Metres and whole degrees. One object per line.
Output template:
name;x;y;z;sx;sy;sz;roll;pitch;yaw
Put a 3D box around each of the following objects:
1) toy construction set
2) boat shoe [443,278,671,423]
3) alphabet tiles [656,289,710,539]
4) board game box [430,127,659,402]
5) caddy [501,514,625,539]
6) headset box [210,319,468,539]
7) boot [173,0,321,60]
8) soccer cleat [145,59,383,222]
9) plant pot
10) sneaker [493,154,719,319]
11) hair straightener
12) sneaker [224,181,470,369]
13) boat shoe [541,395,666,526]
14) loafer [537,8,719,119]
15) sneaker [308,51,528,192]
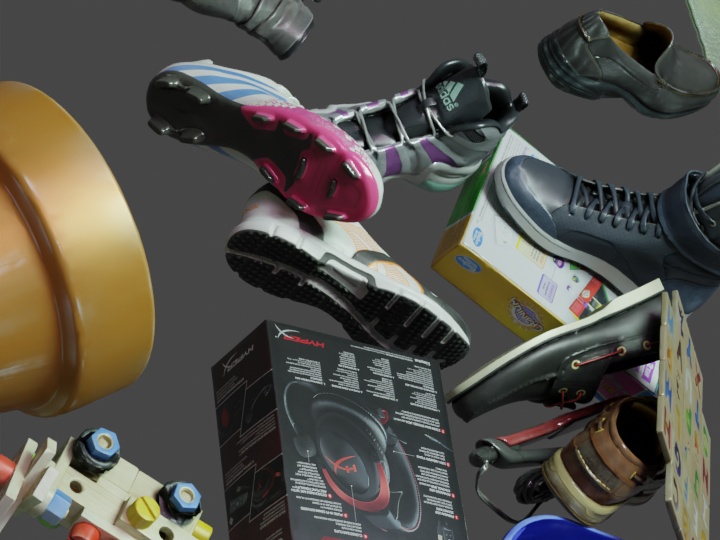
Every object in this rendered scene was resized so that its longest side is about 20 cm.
toy construction set;-0.150;0.168;1.417;0.200;0.092;0.131;45;40;-21
boat shoe;0.154;0.070;1.734;0.201;0.074;0.063;-22;84;-26
alphabet tiles;0.233;0.119;1.687;0.200;0.006;0.167;-81;157;-44
board game box;0.160;0.000;1.843;0.200;0.040;0.153;38;42;-13
caddy;0.157;0.249;1.604;0.200;0.105;0.142;22;49;-28
headset box;-0.011;0.147;1.557;0.149;0.075;0.200;14;52;-33
boot;-0.090;-0.262;1.812;0.132;0.070;0.200;25;57;-29
soccer cleat;-0.057;-0.101;1.659;0.200;0.070;0.086;28;31;21
plant pot;-0.252;0.012;1.377;0.183;0.200;0.200;-26;78;-32
sneaker;0.215;-0.054;1.793;0.202;0.146;0.077;32;46;-17
hair straightener;0.150;0.143;1.724;0.200;0.041;0.077;-8;67;-50
sneaker;0.000;0.000;1.680;0.200;0.074;0.080;33;42;-18
boat shoe;0.197;0.126;1.683;0.072;0.068;0.200;50;24;8
loafer;0.248;-0.181;2.031;0.200;0.072;0.073;4;57;-40
sneaker;0.041;-0.118;1.751;0.200;0.140;0.078;-8;66;-45
